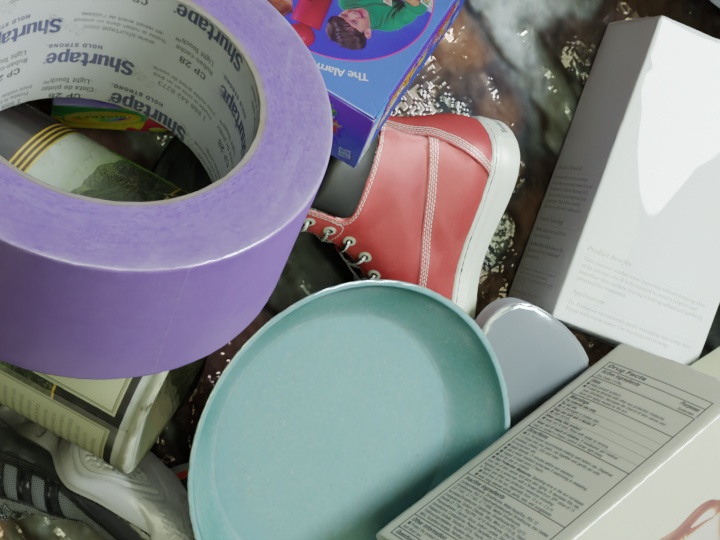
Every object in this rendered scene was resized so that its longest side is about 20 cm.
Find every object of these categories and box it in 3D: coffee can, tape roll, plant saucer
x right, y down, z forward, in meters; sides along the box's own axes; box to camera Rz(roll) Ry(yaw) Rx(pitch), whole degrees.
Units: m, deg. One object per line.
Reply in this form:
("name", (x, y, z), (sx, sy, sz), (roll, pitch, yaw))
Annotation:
("coffee can", (-0.173, -0.005, 0.675), (0.199, 0.146, 0.147), (29, 88, 1))
("tape roll", (-0.118, -0.057, 0.585), (0.199, 0.085, 0.201), (12, 51, -15))
("plant saucer", (-0.008, 0.099, 0.718), (0.199, 0.036, 0.201), (-7, 104, -28))

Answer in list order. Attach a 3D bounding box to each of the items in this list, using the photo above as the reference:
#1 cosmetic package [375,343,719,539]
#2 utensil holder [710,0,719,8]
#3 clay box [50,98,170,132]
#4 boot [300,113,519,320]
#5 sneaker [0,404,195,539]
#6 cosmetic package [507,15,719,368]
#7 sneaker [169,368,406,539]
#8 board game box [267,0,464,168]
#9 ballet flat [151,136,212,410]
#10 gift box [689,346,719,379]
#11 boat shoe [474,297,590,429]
("cosmetic package", (0.122, 0.139, 0.724), (0.200, 0.103, 0.088), (-33, 119, -22))
("utensil holder", (0.287, -0.218, 0.795), (0.200, 0.170, 0.170), (34, 87, -15))
("clay box", (-0.077, -0.138, 0.752), (0.199, 0.048, 0.115), (1, 80, -14))
("boot", (0.000, 0.000, 0.762), (0.144, 0.072, 0.201), (2, 113, -31))
("sneaker", (-0.189, 0.127, 0.733), (0.200, 0.075, 0.114), (36, 95, 11))
("cosmetic package", (0.186, -0.050, 0.832), (0.112, 0.081, 0.201), (22, 89, -17))
("sneaker", (-0.051, 0.130, 0.760), (0.200, 0.082, 0.077), (-37, 117, 10))
("board game box", (-0.053, -0.162, 0.701), (0.200, 0.045, 0.135), (31, 57, 3))
("ballet flat", (-0.106, -0.008, 0.779), (0.066, 0.057, 0.201), (18, 85, 2))
("gift box", (0.329, 0.104, 0.801), (0.186, 0.185, 0.200), (-31, 140, -9))
("boat shoe", (0.120, 0.089, 0.821), (0.074, 0.068, 0.199), (-42, 119, -3))
